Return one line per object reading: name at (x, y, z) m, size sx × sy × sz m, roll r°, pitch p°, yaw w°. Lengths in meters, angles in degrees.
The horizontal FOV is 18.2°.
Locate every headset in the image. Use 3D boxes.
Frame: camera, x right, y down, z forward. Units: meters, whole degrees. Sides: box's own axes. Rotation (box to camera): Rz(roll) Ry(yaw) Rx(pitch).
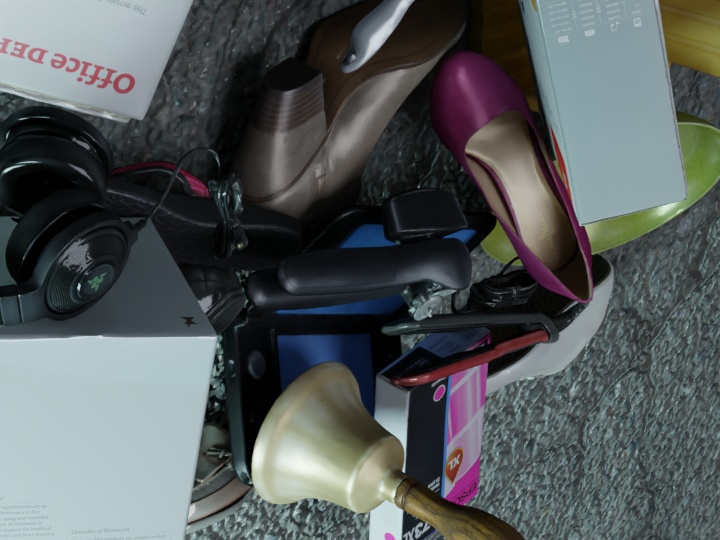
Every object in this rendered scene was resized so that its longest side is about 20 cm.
headset at (-0.161, -0.024, 1.231) m, size 0.199 × 0.124 × 0.094 m, roll -11°, pitch 143°, yaw -10°

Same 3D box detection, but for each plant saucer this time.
plant saucer at (0.178, -0.067, 1.672) m, size 0.199 × 0.031 × 0.200 m, roll -18°, pitch 157°, yaw -8°

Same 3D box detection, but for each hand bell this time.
hand bell at (0.037, 0.146, 1.442) m, size 0.104 × 0.200 × 0.105 m, roll -34°, pitch 138°, yaw -38°

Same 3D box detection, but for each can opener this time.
can opener at (0.000, 0.000, 1.428) m, size 0.200 × 0.079 × 0.063 m, roll -14°, pitch 164°, yaw -47°

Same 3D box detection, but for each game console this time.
game console at (0.007, 0.052, 1.536) m, size 0.200 × 0.116 × 0.177 m, roll 2°, pitch 82°, yaw -55°

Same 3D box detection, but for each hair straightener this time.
hair straightener at (0.090, 0.024, 1.548) m, size 0.199 × 0.041 × 0.077 m, roll -13°, pitch 91°, yaw -42°

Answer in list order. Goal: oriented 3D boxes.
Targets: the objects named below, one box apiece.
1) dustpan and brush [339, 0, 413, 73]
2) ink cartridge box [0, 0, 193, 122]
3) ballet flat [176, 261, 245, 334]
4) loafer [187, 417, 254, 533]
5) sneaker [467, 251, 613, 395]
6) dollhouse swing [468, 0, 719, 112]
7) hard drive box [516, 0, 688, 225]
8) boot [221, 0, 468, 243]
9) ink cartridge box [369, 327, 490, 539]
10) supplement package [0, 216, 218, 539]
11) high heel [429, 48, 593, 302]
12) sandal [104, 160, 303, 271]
dustpan and brush at (0.046, -0.210, 1.413) m, size 0.200 × 0.140 × 0.057 m, roll -45°, pitch 127°, yaw -5°
ink cartridge box at (-0.154, -0.196, 1.203) m, size 0.145 × 0.087 × 0.201 m, roll 13°, pitch 106°, yaw -38°
ballet flat at (-0.161, 0.058, 1.443) m, size 0.200 × 0.057 × 0.067 m, roll -38°, pitch 162°, yaw -16°
loafer at (-0.093, 0.122, 1.546) m, size 0.200 × 0.072 × 0.063 m, roll -25°, pitch 117°, yaw -44°
sneaker at (0.122, 0.066, 1.734) m, size 0.200 × 0.073 × 0.085 m, roll -30°, pitch 139°, yaw -29°
dollhouse swing at (0.202, -0.199, 1.557) m, size 0.181 × 0.176 × 0.201 m, roll -25°, pitch 133°, yaw -36°
hard drive box at (0.149, -0.158, 1.467) m, size 0.076 × 0.156 × 0.201 m, roll -14°, pitch 122°, yaw 2°
boot at (-0.012, -0.089, 1.491) m, size 0.200 × 0.070 × 0.147 m, roll -26°, pitch 139°, yaw -33°
ink cartridge box at (0.047, 0.136, 1.610) m, size 0.095 × 0.037 × 0.201 m, roll -35°, pitch 142°, yaw -40°
supplement package at (-0.186, 0.089, 1.304) m, size 0.151 × 0.151 × 0.201 m, roll 0°, pitch 117°, yaw -22°
high heel at (0.110, -0.064, 1.516) m, size 0.067 × 0.096 × 0.200 m, roll -37°, pitch 136°, yaw 0°
sandal at (-0.124, -0.038, 1.395) m, size 0.199 × 0.045 × 0.075 m, roll 10°, pitch 148°, yaw -40°
